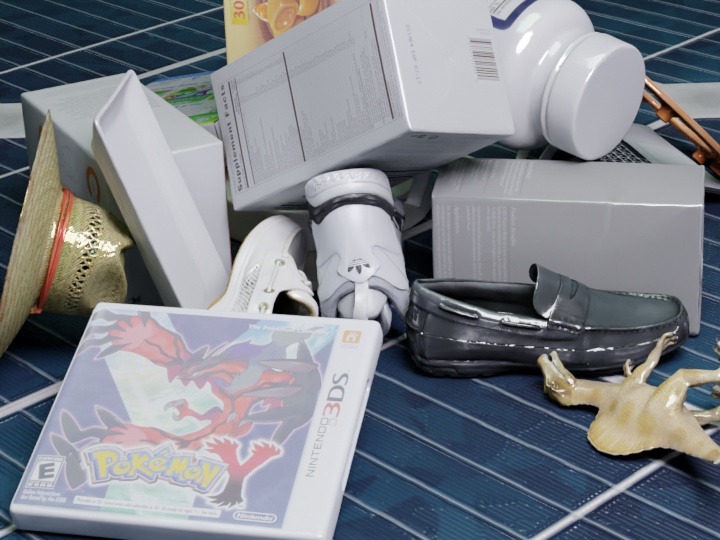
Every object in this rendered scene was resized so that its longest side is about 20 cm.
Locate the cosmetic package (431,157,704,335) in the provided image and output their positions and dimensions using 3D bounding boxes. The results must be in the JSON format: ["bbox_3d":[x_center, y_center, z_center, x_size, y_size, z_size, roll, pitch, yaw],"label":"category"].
[{"bbox_3d":[0.153,-0.020,1.277,0.198,0.108,0.090,3,25,8],"label":"cosmetic package"}]

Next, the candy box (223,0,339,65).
[{"bbox_3d":[-0.048,-0.170,1.414,0.114,0.202,0.055,3,24,11],"label":"candy box"}]

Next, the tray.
[{"bbox_3d":[-0.142,-0.034,1.242,0.022,0.201,0.108,-18,21,14],"label":"tray"}]

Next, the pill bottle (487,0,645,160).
[{"bbox_3d":[0.111,-0.160,1.329,0.199,0.121,0.119,29,38,35],"label":"pill bottle"}]

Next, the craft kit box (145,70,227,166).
[{"bbox_3d":[-0.155,-0.137,1.576,0.198,0.049,0.197,-4,18,32],"label":"craft kit box"}]

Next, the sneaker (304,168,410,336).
[{"bbox_3d":[0.000,0.000,1.289,0.074,0.116,0.200,-8,-11,3],"label":"sneaker"}]

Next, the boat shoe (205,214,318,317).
[{"bbox_3d":[-0.062,0.030,1.241,0.069,0.071,0.201,5,35,15],"label":"boat shoe"}]

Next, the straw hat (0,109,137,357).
[{"bbox_3d":[-0.202,-0.009,1.227,0.084,0.203,0.201,15,23,-10],"label":"straw hat"}]

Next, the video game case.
[{"bbox_3d":[-0.099,0.094,1.094,0.198,0.023,0.183,3,43,12],"label":"video game case"}]

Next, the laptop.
[{"bbox_3d":[0.209,-0.160,1.490,0.198,0.117,0.187,9,20,-18],"label":"laptop"}]

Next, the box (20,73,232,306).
[{"bbox_3d":[-0.187,-0.065,1.381,0.097,0.126,0.200,-14,28,-24],"label":"box"}]

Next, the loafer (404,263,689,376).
[{"bbox_3d":[0.130,0.031,1.210,0.198,0.071,0.068,-2,26,0],"label":"loafer"}]

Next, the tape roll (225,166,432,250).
[{"bbox_3d":[-0.037,-0.074,1.491,0.201,0.037,0.203,-2,26,1],"label":"tape roll"}]

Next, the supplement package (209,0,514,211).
[{"bbox_3d":[-0.003,-0.123,1.276,0.109,0.115,0.199,-2,-13,-43],"label":"supplement package"}]

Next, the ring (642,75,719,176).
[{"bbox_3d":[0.249,-0.142,1.489,0.019,0.200,0.201,-47,28,7],"label":"ring"}]

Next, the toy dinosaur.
[{"bbox_3d":[0.197,0.092,1.117,0.101,0.059,0.200,-31,27,-20],"label":"toy dinosaur"}]

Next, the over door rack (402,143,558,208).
[{"bbox_3d":[0.100,-0.094,1.426,0.146,0.067,0.200,17,21,-14],"label":"over door rack"}]
